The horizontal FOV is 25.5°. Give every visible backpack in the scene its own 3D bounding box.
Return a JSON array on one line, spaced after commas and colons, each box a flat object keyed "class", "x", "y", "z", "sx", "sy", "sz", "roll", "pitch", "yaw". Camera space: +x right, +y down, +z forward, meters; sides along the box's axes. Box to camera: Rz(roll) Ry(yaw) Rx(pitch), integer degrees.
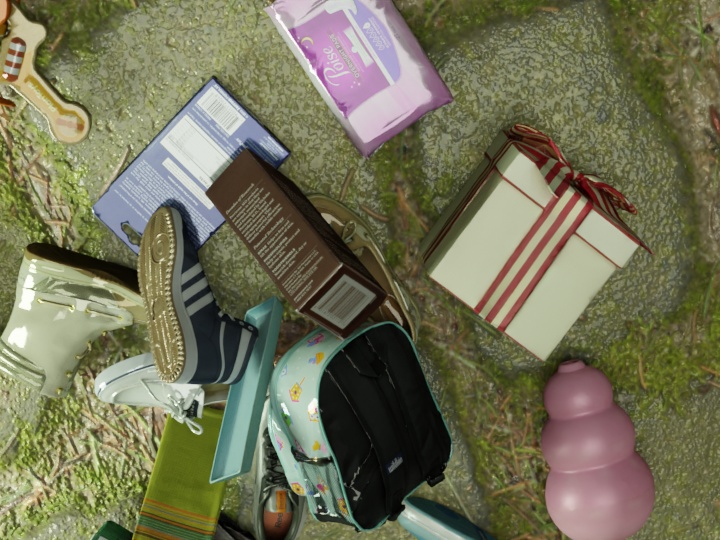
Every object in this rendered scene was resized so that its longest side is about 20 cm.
[{"class": "backpack", "x": -0.010, "y": 0.153, "z": 1.713, "sx": 0.175, "sy": 0.153, "sz": 0.202, "roll": -33, "pitch": 119, "yaw": -34}]

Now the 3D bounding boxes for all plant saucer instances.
[{"class": "plant saucer", "x": -0.119, "y": 0.128, "z": 1.694, "sx": 0.019, "sy": 0.070, "sz": 0.202, "roll": 24, "pitch": 62, "yaw": -25}]

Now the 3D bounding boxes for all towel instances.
[{"class": "towel", "x": -0.191, "y": 0.238, "z": 1.749, "sx": 0.085, "sy": 0.018, "sz": 0.202, "roll": 16, "pitch": 57, "yaw": -7}]

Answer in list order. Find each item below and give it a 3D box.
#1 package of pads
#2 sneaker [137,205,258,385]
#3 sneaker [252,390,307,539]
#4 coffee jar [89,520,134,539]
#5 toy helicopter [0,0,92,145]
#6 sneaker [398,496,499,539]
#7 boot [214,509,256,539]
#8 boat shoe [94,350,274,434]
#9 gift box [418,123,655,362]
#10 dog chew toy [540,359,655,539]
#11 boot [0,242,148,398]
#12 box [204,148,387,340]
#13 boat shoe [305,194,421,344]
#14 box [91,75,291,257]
[{"class": "package of pads", "x": -0.001, "y": -0.231, "z": 1.690, "sx": 0.120, "sy": 0.076, "sz": 0.201, "roll": -33, "pitch": 101, "yaw": 4}, {"class": "sneaker", "x": -0.173, "y": 0.032, "z": 1.702, "sx": 0.108, "sy": 0.202, "sz": 0.070, "roll": 12, "pitch": 149, "yaw": -40}, {"class": "sneaker", "x": -0.085, "y": 0.224, "z": 1.788, "sx": 0.073, "sy": 0.079, "sz": 0.202, "roll": 3, "pitch": 101, "yaw": -1}, {"class": "coffee jar", "x": -0.215, "y": 0.361, "z": 1.741, "sx": 0.199, "sy": 0.105, "sz": 0.086, "roll": 29, "pitch": 60, "yaw": 4}, {"class": "toy helicopter", "x": -0.370, "y": -0.205, "z": 1.686, "sx": 0.132, "sy": 0.079, "sz": 0.200, "roll": -42, "pitch": 104, "yaw": 8}, {"class": "sneaker", "x": 0.104, "y": 0.356, "z": 1.823, "sx": 0.199, "sy": 0.080, "sz": 0.131, "roll": 33, "pitch": 98, "yaw": -8}, {"class": "boot", "x": -0.183, "y": 0.367, "z": 1.821, "sx": 0.174, "sy": 0.069, "sz": 0.200, "roll": -41, "pitch": 98, "yaw": 8}, {"class": "boat shoe", "x": -0.189, "y": 0.137, "z": 1.748, "sx": 0.200, "sy": 0.075, "sz": 0.087, "roll": -8, "pitch": 62, "yaw": -11}, {"class": "gift box", "x": 0.188, "y": -0.031, "z": 1.683, "sx": 0.184, "sy": 0.200, "sz": 0.187, "roll": 35, "pitch": 98, "yaw": -14}, {"class": "dog chew toy", "x": 0.256, "y": 0.200, "z": 1.776, "sx": 0.123, "sy": 0.125, "sz": 0.202, "roll": -14, "pitch": 95, "yaw": 1}, {"class": "boot", "x": -0.295, "y": 0.071, "z": 1.751, "sx": 0.198, "sy": 0.072, "sz": 0.156, "roll": 20, "pitch": 105, "yaw": -12}, {"class": "box", "x": -0.069, "y": -0.029, "z": 1.656, "sx": 0.075, "sy": 0.200, "sz": 0.100, "roll": -44, "pitch": 144, "yaw": 8}, {"class": "boat shoe", "x": 0.000, "y": 0.000, "z": 1.748, "sx": 0.073, "sy": 0.063, "sz": 0.200, "roll": -41, "pitch": 100, "yaw": 7}, {"class": "box", "x": -0.186, "y": -0.099, "z": 1.736, "sx": 0.121, "sy": 0.032, "sz": 0.200, "roll": 44, "pitch": 96, "yaw": -10}]
